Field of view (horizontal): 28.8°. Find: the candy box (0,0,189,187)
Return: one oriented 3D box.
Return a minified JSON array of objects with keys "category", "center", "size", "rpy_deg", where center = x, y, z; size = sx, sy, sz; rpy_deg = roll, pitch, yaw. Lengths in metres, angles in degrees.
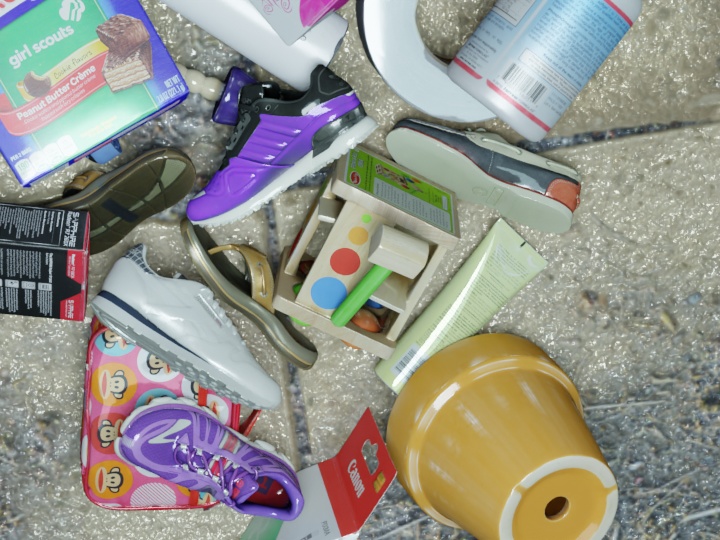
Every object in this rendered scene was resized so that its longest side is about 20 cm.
[{"category":"candy box","center":[-0.268,-0.198,1.206],"size":[0.169,0.077,0.200],"rpy_deg":[-31,96,-9]}]

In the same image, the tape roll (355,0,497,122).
[{"category":"tape roll","center":[0.097,-0.242,1.304],"size":[0.200,0.066,0.200],"rpy_deg":[-2,108,-7]}]

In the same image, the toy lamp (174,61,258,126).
[{"category":"toy lamp","center":[-0.176,-0.183,1.292],"size":[0.200,0.058,0.058],"rpy_deg":[19,103,-12]}]

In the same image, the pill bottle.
[{"category":"pill bottle","center":[0.175,-0.220,1.230],"size":[0.109,0.109,0.200],"rpy_deg":[36,99,-16]}]

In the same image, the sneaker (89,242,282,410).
[{"category":"sneaker","center":[-0.149,0.056,1.293],"size":[0.200,0.076,0.081],"rpy_deg":[36,69,-8]}]

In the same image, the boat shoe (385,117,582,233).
[{"category":"boat shoe","center":[0.121,-0.103,1.352],"size":[0.200,0.071,0.063],"rpy_deg":[23,63,-6]}]

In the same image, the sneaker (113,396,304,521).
[{"category":"sneaker","center":[-0.134,0.181,1.318],"size":[0.200,0.083,0.081],"rpy_deg":[24,96,-27]}]

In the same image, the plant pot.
[{"category":"plant pot","center":[0.150,0.189,1.356],"size":[0.200,0.183,0.200],"rpy_deg":[-9,116,-19]}]

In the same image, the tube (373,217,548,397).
[{"category":"tube","center":[0.098,0.044,1.404],"size":[0.052,0.058,0.200],"rpy_deg":[44,96,22]}]

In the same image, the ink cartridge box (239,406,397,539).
[{"category":"ink cartridge box","center":[-0.047,0.238,1.381],"size":[0.050,0.161,0.200],"rpy_deg":[26,102,-18]}]

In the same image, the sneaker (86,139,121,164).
[{"category":"sneaker","center":[-0.308,-0.163,1.278],"size":[0.078,0.070,0.200],"rpy_deg":[-40,100,7]}]

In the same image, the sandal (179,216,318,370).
[{"category":"sandal","center":[-0.100,0.015,1.350],"size":[0.054,0.080,0.200],"rpy_deg":[-40,112,8]}]

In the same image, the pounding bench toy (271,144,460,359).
[{"category":"pounding bench toy","center":[0.000,0.000,1.281],"size":[0.124,0.200,0.156],"rpy_deg":[25,111,-9]}]

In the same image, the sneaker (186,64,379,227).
[{"category":"sneaker","center":[-0.089,-0.120,1.274],"size":[0.200,0.070,0.100],"rpy_deg":[-30,101,18]}]

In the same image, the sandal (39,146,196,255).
[{"category":"sandal","center":[-0.242,-0.070,1.310],"size":[0.200,0.055,0.082],"rpy_deg":[-29,139,22]}]

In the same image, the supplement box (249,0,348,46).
[{"category":"supplement box","center":[-0.074,-0.312,1.203],"size":[0.200,0.103,0.101],"rpy_deg":[51,137,-5]}]

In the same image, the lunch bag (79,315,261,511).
[{"category":"lunch bag","center":[-0.185,0.136,1.379],"size":[0.176,0.082,0.200],"rpy_deg":[2,106,-13]}]

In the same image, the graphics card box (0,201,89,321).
[{"category":"graphics card box","center":[-0.352,-0.012,1.292],"size":[0.200,0.051,0.125],"rpy_deg":[5,146,-9]}]

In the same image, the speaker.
[{"category":"speaker","center":[-0.114,-0.247,1.268],"size":[0.200,0.081,0.081],"rpy_deg":[31,101,-15]}]
